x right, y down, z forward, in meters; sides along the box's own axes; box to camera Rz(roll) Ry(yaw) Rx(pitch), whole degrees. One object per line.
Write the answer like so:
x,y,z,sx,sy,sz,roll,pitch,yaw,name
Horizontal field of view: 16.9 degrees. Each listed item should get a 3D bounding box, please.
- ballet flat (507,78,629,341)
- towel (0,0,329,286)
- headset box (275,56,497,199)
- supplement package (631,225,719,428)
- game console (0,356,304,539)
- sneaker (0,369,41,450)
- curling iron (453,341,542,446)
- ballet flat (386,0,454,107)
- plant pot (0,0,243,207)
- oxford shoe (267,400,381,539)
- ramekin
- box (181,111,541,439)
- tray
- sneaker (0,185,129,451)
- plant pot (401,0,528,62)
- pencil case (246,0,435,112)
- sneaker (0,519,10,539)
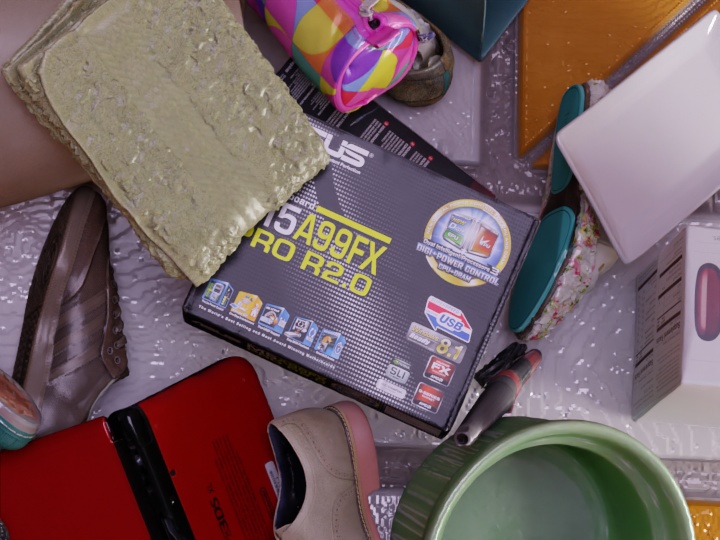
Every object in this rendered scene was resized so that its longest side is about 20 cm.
0.161,-0.039,1.727,0.064,0.076,0.201,19,78,-20,ballet flat
-0.124,-0.105,1.580,0.148,0.036,0.200,-43,106,-12,towel
-0.011,-0.035,1.704,0.200,0.075,0.149,37,77,4,headset box
0.302,0.049,1.673,0.198,0.156,0.112,5,77,-5,supplement package
-0.132,0.183,1.647,0.172,0.118,0.201,-27,99,-41,game console
-0.300,0.083,1.635,0.199,0.071,0.080,29,93,30,sneaker
0.090,0.088,1.637,0.049,0.200,0.026,-37,94,17,curling iron
-0.014,-0.195,1.747,0.200,0.071,0.071,37,76,4,ballet flat
-0.180,-0.144,1.656,0.199,0.187,0.189,-8,78,-8,plant pot
-0.025,0.191,1.622,0.073,0.071,0.201,-4,79,-31,oxford shoe
0.115,0.192,1.621,0.199,0.098,0.202,-2,97,-21,ramekin
0.000,0.000,1.635,0.199,0.044,0.161,25,79,2,box
0.218,-0.096,1.729,0.200,0.022,0.108,-38,104,-35,tray
-0.194,0.045,1.682,0.075,0.070,0.201,16,80,-19,sneaker
0.049,-0.283,1.740,0.200,0.141,0.142,36,76,11,plant pot
-0.039,-0.201,1.672,0.088,0.089,0.200,-36,65,-12,pencil case
-0.296,0.251,1.622,0.080,0.074,0.201,13,83,39,sneaker
